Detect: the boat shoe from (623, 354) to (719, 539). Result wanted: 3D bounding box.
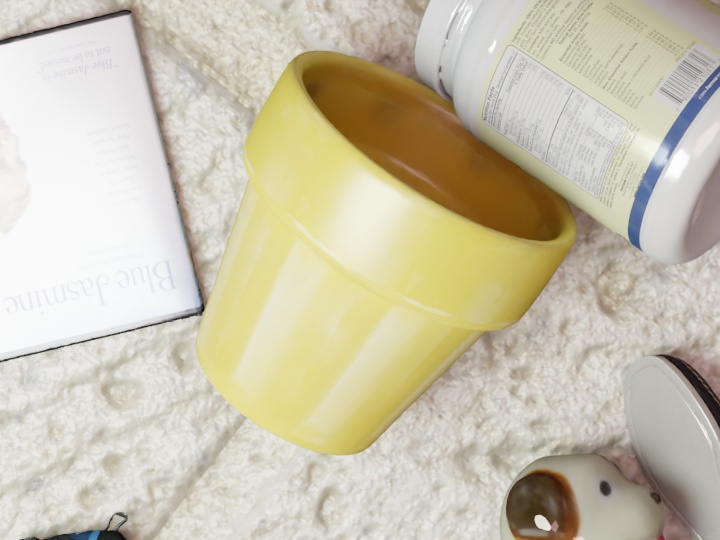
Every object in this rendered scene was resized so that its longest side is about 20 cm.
[{"bbox_3d":[0.239,0.138,1.289,0.060,0.074,0.200,-23,77,-38],"label":"boat shoe"}]

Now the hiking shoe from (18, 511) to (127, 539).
[{"bbox_3d":[-0.167,0.263,1.294,0.086,0.074,0.201,-14,96,2],"label":"hiking shoe"}]

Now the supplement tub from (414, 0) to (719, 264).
[{"bbox_3d":[0.146,-0.112,1.196,0.200,0.145,0.145,36,95,22],"label":"supplement tub"}]

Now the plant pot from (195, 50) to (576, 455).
[{"bbox_3d":[0.000,0.000,1.218,0.200,0.201,0.189,30,111,-3],"label":"plant pot"}]

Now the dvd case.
[{"bbox_3d":[-0.191,-0.053,1.290,0.142,0.018,0.201,-13,96,1],"label":"dvd case"}]

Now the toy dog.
[{"bbox_3d":[0.137,0.214,1.274,0.193,0.139,0.201,8,98,32],"label":"toy dog"}]
